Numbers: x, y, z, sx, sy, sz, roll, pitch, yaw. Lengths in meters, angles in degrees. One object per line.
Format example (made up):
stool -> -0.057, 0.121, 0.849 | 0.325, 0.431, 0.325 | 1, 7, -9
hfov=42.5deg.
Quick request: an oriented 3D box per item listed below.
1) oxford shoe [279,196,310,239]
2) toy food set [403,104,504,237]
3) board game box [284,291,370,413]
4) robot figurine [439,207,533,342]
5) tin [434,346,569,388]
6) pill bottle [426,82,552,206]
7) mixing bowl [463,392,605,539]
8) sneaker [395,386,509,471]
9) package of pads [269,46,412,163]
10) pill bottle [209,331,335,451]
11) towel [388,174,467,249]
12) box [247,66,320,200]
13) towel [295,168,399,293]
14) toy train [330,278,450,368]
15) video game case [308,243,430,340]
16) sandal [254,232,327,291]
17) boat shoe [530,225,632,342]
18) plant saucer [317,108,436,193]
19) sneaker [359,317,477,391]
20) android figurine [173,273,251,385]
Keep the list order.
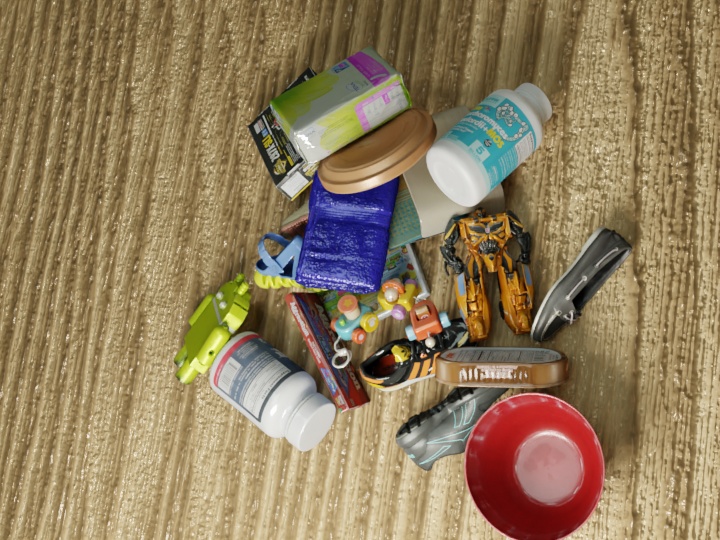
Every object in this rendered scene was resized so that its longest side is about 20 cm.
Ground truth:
oxford shoe -> -0.055, -0.119, 1.576 | 0.198, 0.071, 0.075 | -27, 64, 6
toy food set -> 0.132, -0.163, 1.485 | 0.141, 0.061, 0.203 | -17, 66, -7
board game box -> -0.051, 0.127, 1.474 | 0.019, 0.103, 0.202 | -30, 78, 15
robot figurine -> 0.200, 0.001, 1.408 | 0.142, 0.058, 0.204 | -9, 82, -4
tin -> 0.205, 0.140, 1.355 | 0.196, 0.112, 0.043 | -1, 94, 14
pill bottle -> 0.201, -0.198, 1.407 | 0.200, 0.111, 0.110 | -42, 62, -17
mixing bowl -> 0.256, 0.279, 1.311 | 0.197, 0.108, 0.204 | -6, 76, 25
sneaker -> 0.150, 0.226, 1.407 | 0.198, 0.075, 0.080 | -34, 96, 7
package of pads -> -0.031, -0.262, 1.460 | 0.198, 0.069, 0.155 | -30, 37, -3
pill bottle -> -0.140, 0.200, 1.510 | 0.199, 0.119, 0.121 | 34, 93, 27
towel -> 0.077, -0.139, 1.513 | 0.144, 0.022, 0.203 | -17, 67, -8
box -> -0.103, -0.240, 1.596 | 0.159, 0.049, 0.201 | -43, 43, 13
towel -> -0.023, -0.069, 1.460 | 0.145, 0.050, 0.204 | 4, 73, 18
toy train -> 0.035, 0.070, 1.425 | 0.197, 0.056, 0.151 | -20, 36, 13
video game case -> 0.000, 0.000, 1.545 | 0.198, 0.023, 0.185 | -27, 68, 17
sandal -> -0.096, -0.018, 1.522 | 0.196, 0.080, 0.088 | -2, 121, 21
boat shoe -> 0.324, 0.028, 1.361 | 0.057, 0.067, 0.202 | 35, 91, 32
plant saucer -> 0.022, -0.192, 1.424 | 0.197, 0.033, 0.202 | -21, 32, 13
sneaker -> 0.090, 0.130, 1.434 | 0.198, 0.090, 0.071 | -27, 68, 17
android figurine -> -0.252, 0.095, 1.585 | 0.201, 0.041, 0.182 | -53, 23, 9
